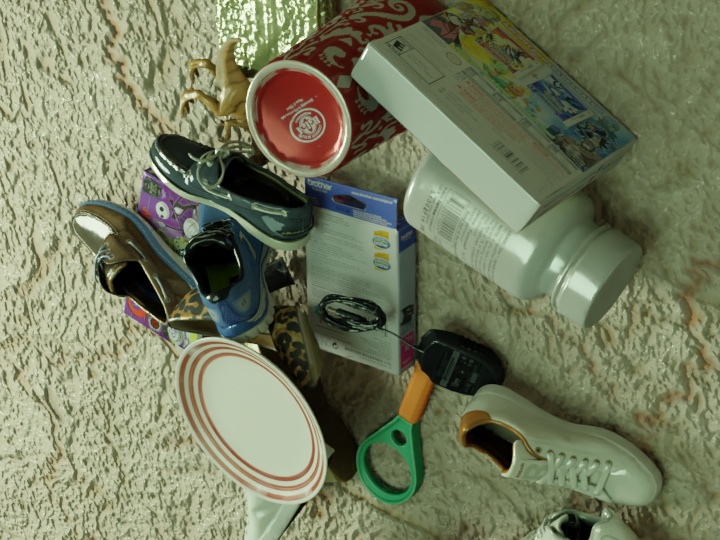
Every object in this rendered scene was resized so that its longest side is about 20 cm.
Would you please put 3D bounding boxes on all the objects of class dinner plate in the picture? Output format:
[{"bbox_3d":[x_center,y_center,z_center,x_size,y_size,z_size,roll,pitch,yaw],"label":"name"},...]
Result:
[{"bbox_3d":[-0.108,0.151,1.608,0.200,0.024,0.200,23,131,30],"label":"dinner plate"}]

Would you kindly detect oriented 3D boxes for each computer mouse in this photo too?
[{"bbox_3d":[0.053,0.068,1.577,0.200,0.034,0.059,26,130,2],"label":"computer mouse"}]

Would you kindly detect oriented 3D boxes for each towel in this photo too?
[{"bbox_3d":[-0.085,-0.277,1.544,0.148,0.036,0.200,14,122,34],"label":"towel"}]

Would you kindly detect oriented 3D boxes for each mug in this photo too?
[{"bbox_3d":[-0.011,-0.150,1.429,0.133,0.200,0.178,31,125,14],"label":"mug"}]

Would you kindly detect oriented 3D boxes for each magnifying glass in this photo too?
[{"bbox_3d":[0.045,0.171,1.674,0.080,0.022,0.200,35,128,20],"label":"magnifying glass"}]

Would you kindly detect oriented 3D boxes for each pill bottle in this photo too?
[{"bbox_3d":[0.148,-0.039,1.426,0.200,0.114,0.114,36,129,20],"label":"pill bottle"}]

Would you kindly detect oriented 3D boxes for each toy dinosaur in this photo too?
[{"bbox_3d":[-0.132,-0.188,1.594,0.106,0.060,0.200,11,147,22],"label":"toy dinosaur"}]

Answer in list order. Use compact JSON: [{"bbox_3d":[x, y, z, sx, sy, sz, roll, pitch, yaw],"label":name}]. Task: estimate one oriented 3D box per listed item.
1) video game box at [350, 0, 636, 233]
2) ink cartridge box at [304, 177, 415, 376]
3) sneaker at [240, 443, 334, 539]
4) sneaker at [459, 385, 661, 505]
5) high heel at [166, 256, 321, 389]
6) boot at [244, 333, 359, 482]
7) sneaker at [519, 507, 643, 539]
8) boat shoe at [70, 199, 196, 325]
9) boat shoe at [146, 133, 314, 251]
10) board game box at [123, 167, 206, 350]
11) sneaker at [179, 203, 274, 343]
[{"bbox_3d":[0.117,-0.140,1.354,0.200,0.182,0.047,45,133,12],"label":"video game box"},{"bbox_3d":[0.000,0.000,1.612,0.119,0.042,0.200,17,124,32],"label":"ink cartridge box"},{"bbox_3d":[-0.099,0.238,1.713,0.085,0.073,0.200,33,126,6],"label":"sneaker"},{"bbox_3d":[0.186,0.186,1.508,0.200,0.085,0.073,22,125,14],"label":"sneaker"},{"bbox_3d":[-0.120,0.077,1.625,0.200,0.142,0.071,-113,1,-50],"label":"high heel"},{"bbox_3d":[-0.106,0.157,1.749,0.155,0.073,0.200,-17,110,41],"label":"boot"},{"bbox_3d":[0.196,0.273,1.555,0.200,0.075,0.081,-18,119,44],"label":"sneaker"},{"bbox_3d":[-0.258,-0.010,1.752,0.200,0.072,0.072,34,129,22],"label":"boat shoe"},{"bbox_3d":[-0.132,-0.092,1.598,0.200,0.075,0.062,35,139,21],"label":"boat shoe"},{"bbox_3d":[-0.206,-0.008,1.781,0.120,0.032,0.200,32,128,27],"label":"board game box"},{"bbox_3d":[-0.137,-0.022,1.614,0.078,0.200,0.089,-24,134,9],"label":"sneaker"}]
